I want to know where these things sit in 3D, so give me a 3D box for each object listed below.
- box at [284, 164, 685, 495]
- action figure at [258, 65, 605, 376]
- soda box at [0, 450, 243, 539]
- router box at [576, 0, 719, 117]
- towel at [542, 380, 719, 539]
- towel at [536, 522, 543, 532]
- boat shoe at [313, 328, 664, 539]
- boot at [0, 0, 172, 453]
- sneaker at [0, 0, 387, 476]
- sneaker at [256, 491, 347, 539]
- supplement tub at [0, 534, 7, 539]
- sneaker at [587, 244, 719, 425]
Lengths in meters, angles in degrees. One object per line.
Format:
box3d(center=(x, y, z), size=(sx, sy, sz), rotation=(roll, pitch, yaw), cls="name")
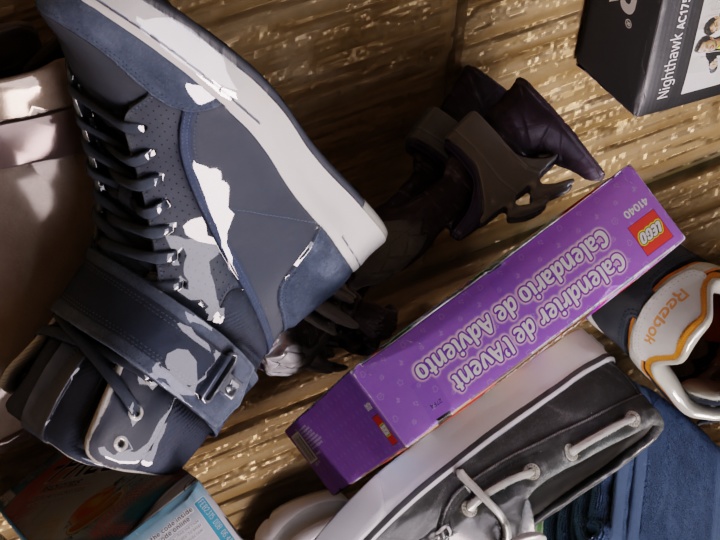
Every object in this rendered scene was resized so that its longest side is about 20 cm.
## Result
box3d(center=(0.045, 0.029, 1.219), size=(0.137, 0.039, 0.200), rotation=(-37, 178, -12), cls="box")
box3d(center=(0.000, 0.000, 1.237), size=(0.200, 0.069, 0.130), rotation=(-40, -175, -7), cls="action figure")
box3d(center=(-0.088, 0.111, 1.181), size=(0.063, 0.200, 0.069), rotation=(-38, 103, -9), cls="soda box")
box3d(center=(0.179, -0.173, 1.282), size=(0.149, 0.051, 0.201), rotation=(-16, 134, -30), cls="router box")
box3d(center=(0.166, 0.137, 1.463), size=(0.200, 0.112, 0.048), rotation=(34, 142, -33), cls="towel")
box3d(center=(0.064, 0.150, 1.382), size=(0.023, 0.201, 0.152), rotation=(-8, 161, 27), cls="towel")
box3d(center=(0.048, 0.106, 1.290), size=(0.199, 0.068, 0.074), rotation=(-35, 161, -30), cls="boat shoe")
box3d(center=(-0.134, -0.018, 1.133), size=(0.199, 0.070, 0.147), rotation=(-32, 134, -18), cls="boot")
box3d(center=(-0.086, -0.013, 1.072), size=(0.146, 0.077, 0.202), rotation=(-48, 136, -6), cls="sneaker")
box3d(center=(-0.027, 0.203, 1.396), size=(0.074, 0.082, 0.201), rotation=(-16, 133, -31), cls="sneaker")
box3d(center=(-0.215, 0.191, 1.174), size=(0.199, 0.144, 0.145), rotation=(-21, 137, -27), cls="supplement tub")
box3d(center=(0.180, 0.038, 1.456), size=(0.200, 0.079, 0.079), rotation=(18, 110, -51), cls="sneaker")
